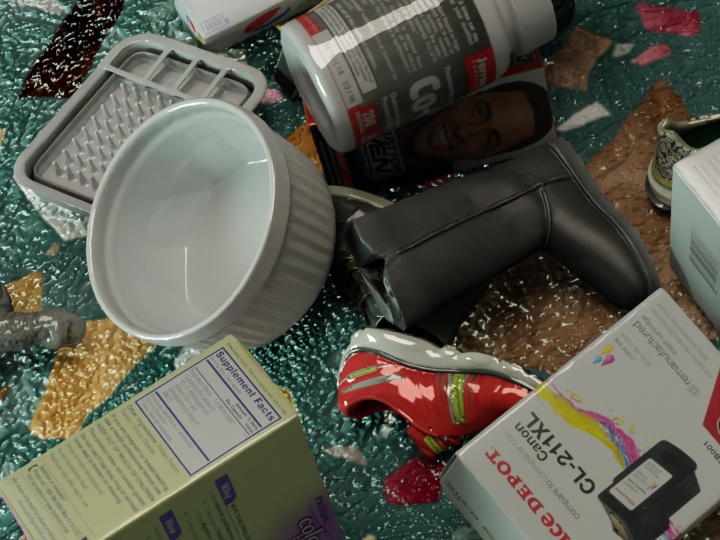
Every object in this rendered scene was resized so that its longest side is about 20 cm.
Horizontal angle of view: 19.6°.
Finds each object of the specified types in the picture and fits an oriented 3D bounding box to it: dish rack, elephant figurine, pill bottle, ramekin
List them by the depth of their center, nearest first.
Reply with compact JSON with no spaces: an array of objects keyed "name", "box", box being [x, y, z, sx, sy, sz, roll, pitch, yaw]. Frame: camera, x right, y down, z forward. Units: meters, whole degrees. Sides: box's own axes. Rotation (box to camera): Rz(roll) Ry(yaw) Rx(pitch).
[{"name":"pill bottle","box":[0.048,-0.185,1.659,0.200,0.114,0.114,-26,49,-8]},{"name":"ramekin","box":[-0.113,-0.029,1.666,0.200,0.105,0.200,-13,68,34]},{"name":"elephant figurine","box":[-0.357,0.034,1.728,0.200,0.155,0.141,-27,5,-22]},{"name":"dish rack","box":[-0.190,-0.115,1.846,0.172,0.044,0.200,21,59,28]}]

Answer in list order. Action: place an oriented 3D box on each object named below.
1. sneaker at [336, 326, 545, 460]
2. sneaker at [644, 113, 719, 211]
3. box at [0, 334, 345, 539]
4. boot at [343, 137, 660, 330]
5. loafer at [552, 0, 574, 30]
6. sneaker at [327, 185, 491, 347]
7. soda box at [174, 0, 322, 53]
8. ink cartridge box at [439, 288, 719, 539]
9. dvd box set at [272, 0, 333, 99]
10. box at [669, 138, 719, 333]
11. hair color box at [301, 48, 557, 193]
[{"name":"sneaker","box":[0.075,0.106,1.581,0.200,0.077,0.085,13,78,22]},{"name":"sneaker","box":[0.324,-0.107,1.668,0.200,0.089,0.077,-15,49,1]},{"name":"box","box":[-0.131,0.176,1.493,0.200,0.176,0.097,-32,50,-12]},{"name":"boot","box":[0.109,-0.005,1.607,0.200,0.066,0.165,-22,63,-26]},{"name":"loafer","box":[0.101,-0.212,1.828,0.200,0.072,0.073,-41,53,-19]},{"name":"sneaker","box":[0.000,0.000,1.672,0.200,0.075,0.106,13,52,23]},{"name":"soda box","box":[-0.071,-0.271,1.916,0.200,0.068,0.064,-27,83,-8]},{"name":"ink cartridge box","box":[0.179,0.134,1.473,0.200,0.083,0.146,-38,80,-17]},{"name":"dvd box set","box":[0.016,-0.238,1.833,0.200,0.146,0.029,-37,84,-17]},{"name":"box","box":[0.343,-0.049,1.561,0.200,0.152,0.106,-28,61,-8]},{"name":"hair color box","box":[0.058,-0.132,1.754,0.200,0.102,0.061,-15,49,3]}]
